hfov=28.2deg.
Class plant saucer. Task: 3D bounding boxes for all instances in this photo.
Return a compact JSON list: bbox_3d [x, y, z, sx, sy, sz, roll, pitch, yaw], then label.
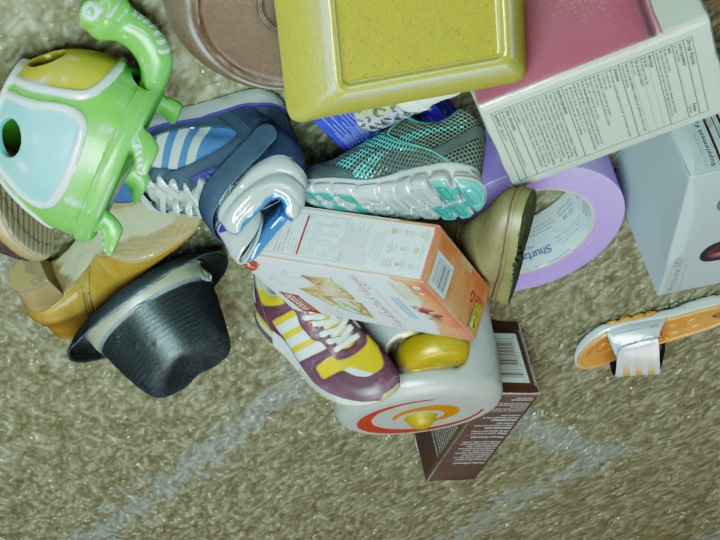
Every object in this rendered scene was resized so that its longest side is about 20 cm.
[{"bbox_3d":[0.036,-0.215,1.057,0.198,0.048,0.202,-12,115,-12],"label":"plant saucer"},{"bbox_3d":[-0.055,-0.214,1.104,0.198,0.035,0.202,-4,132,-4],"label":"plant saucer"}]

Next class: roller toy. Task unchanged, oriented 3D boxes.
[{"bbox_3d":[0.057,0.097,1.500,0.199,0.141,0.182,-22,157,34],"label":"roller toy"}]

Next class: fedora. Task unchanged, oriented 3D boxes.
[{"bbox_3d":[-0.184,0.064,1.375,0.200,0.092,0.201,-34,170,-7],"label":"fedora"}]

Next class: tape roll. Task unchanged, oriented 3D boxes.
[{"bbox_3d":[0.155,-0.061,1.407,0.198,0.066,0.201,-8,145,-6],"label":"tape roll"}]

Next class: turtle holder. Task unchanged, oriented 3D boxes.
[{"bbox_3d":[-0.220,-0.117,1.133,0.131,0.142,0.186,26,140,-7],"label":"turtle holder"}]

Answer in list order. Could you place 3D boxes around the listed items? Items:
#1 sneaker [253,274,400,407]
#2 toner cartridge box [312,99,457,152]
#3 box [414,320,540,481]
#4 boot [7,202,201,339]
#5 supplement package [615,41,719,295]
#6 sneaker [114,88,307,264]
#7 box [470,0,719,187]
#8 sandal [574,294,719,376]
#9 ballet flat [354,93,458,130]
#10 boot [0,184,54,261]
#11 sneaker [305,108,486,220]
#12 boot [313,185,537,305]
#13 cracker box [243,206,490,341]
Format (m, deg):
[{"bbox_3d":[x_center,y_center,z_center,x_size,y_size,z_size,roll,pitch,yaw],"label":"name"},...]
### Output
[{"bbox_3d":[-0.039,0.054,1.397,0.075,0.199,0.091,-32,138,-31],"label":"sneaker"},{"bbox_3d":[0.023,-0.139,1.268,0.094,0.043,0.200,-25,144,18],"label":"toner cartridge box"},{"bbox_3d":[0.130,0.156,1.679,0.074,0.101,0.201,3,143,-23],"label":"box"},{"bbox_3d":[-0.228,-0.003,1.372,0.200,0.071,0.144,-23,157,2],"label":"boot"},{"bbox_3d":[0.363,-0.103,1.344,0.198,0.148,0.192,-11,146,-5],"label":"supplement package"},{"bbox_3d":[-0.141,-0.063,1.227,0.198,0.148,0.081,-19,146,8],"label":"sneaker"},{"bbox_3d":[0.193,-0.176,1.214,0.198,0.110,0.128,-20,145,10],"label":"box"},{"bbox_3d":[0.354,0.085,1.690,0.205,0.060,0.079,-19,146,8],"label":"sandal"},{"bbox_3d":[0.067,-0.180,1.151,0.072,0.072,0.201,21,115,-40],"label":"ballet flat"},{"bbox_3d":[-0.383,-0.052,1.254,0.165,0.073,0.200,-14,149,23],"label":"boot"},{"bbox_3d":[0.029,-0.091,1.232,0.198,0.092,0.078,-1,153,35],"label":"sneaker"},{"bbox_3d":[0.051,-0.041,1.296,0.198,0.067,0.176,18,150,8],"label":"boot"},{"bbox_3d":[0.000,0.000,1.278,0.198,0.058,0.134,10,161,30],"label":"cracker box"}]
